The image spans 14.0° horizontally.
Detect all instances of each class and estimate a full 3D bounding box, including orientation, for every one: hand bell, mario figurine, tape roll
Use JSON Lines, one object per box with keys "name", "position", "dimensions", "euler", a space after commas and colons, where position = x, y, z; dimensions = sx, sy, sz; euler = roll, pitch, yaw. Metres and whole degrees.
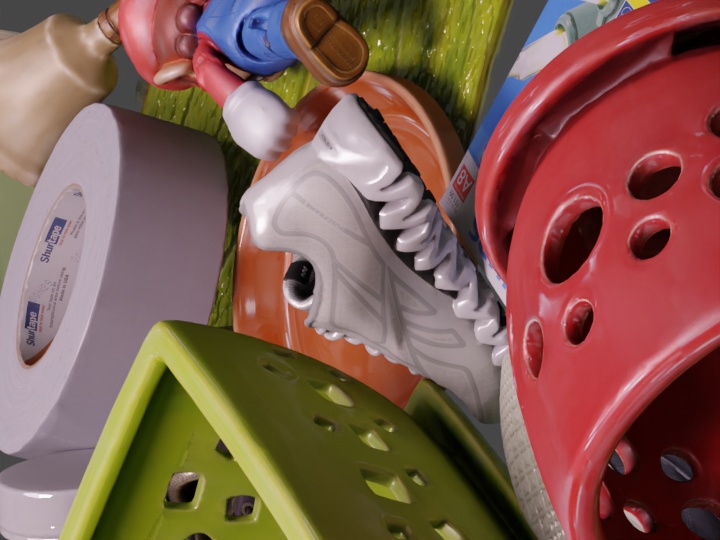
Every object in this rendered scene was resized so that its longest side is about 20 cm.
{"name": "hand bell", "position": [-0.133, -0.142, 1.661], "dimensions": [0.200, 0.104, 0.104], "euler": [-35, 54, 27]}
{"name": "mario figurine", "position": [-0.042, -0.125, 1.515], "dimensions": [0.200, 0.123, 0.106], "euler": [0, 116, 58]}
{"name": "tape roll", "position": [-0.141, 0.011, 1.610], "dimensions": [0.200, 0.066, 0.200], "euler": [-52, 29, 45]}

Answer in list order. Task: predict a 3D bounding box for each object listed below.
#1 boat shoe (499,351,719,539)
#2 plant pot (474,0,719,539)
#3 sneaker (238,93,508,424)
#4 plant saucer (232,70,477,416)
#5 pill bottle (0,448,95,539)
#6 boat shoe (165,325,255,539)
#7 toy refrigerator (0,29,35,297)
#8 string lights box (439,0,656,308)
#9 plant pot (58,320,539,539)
{"name": "boat shoe", "position": [0.116, 0.096, 1.254], "dimensions": [0.200, 0.062, 0.075], "euler": [-132, 37, -52]}
{"name": "plant pot", "position": [0.145, 0.004, 1.106], "dimensions": [0.200, 0.200, 0.183], "euler": [-56, 39, 35]}
{"name": "sneaker", "position": [0.013, 0.007, 1.320], "dimensions": [0.081, 0.200, 0.075], "euler": [-35, 41, 1]}
{"name": "plant saucer", "position": [0.000, 0.000, 1.474], "dimensions": [0.200, 0.032, 0.200], "euler": [-13, 75, 54]}
{"name": "pill bottle", "position": [-0.141, 0.200, 1.536], "dimensions": [0.111, 0.111, 0.200], "euler": [14, 113, 56]}
{"name": "boat shoe", "position": [-0.069, 0.110, 1.528], "dimensions": [0.072, 0.065, 0.200], "euler": [-52, 44, 41]}
{"name": "toy refrigerator", "position": [-0.210, -0.040, 1.757], "dimensions": [0.070, 0.076, 0.200], "euler": [-26, 62, 52]}
{"name": "string lights box", "position": [0.118, -0.073, 1.283], "dimensions": [0.200, 0.059, 0.103], "euler": [-62, 40, 30]}
{"name": "plant pot", "position": [-0.014, 0.159, 1.331], "dimensions": [0.200, 0.181, 0.199], "euler": [53, 126, 46]}
